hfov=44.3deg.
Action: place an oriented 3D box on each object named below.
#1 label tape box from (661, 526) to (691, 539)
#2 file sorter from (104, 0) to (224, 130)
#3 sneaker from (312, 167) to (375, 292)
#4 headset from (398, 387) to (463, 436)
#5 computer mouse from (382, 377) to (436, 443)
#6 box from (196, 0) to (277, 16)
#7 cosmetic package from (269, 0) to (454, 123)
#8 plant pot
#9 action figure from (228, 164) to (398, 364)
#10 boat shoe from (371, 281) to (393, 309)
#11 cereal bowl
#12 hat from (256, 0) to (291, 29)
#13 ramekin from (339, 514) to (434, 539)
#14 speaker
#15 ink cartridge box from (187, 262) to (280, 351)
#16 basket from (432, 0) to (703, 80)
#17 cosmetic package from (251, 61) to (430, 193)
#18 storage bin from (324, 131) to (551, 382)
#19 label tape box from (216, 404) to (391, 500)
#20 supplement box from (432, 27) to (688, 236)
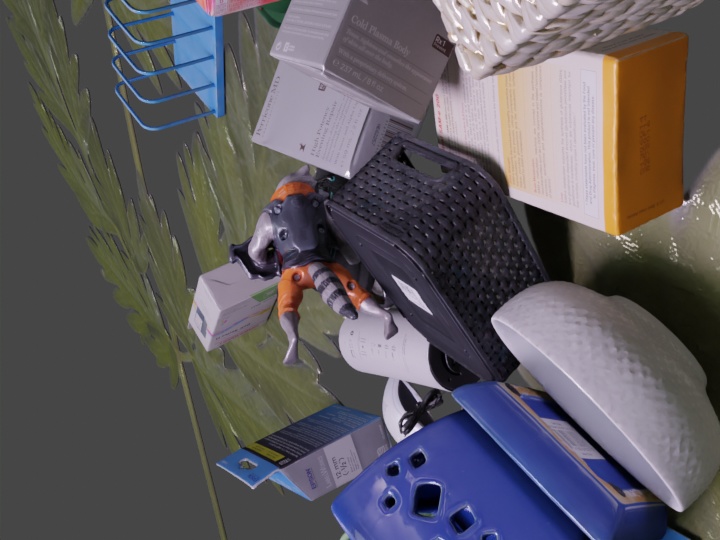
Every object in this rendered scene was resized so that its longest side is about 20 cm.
[{"bbox_3d":[0.248,0.318,0.822,0.143,0.066,0.201,18,128,57],"label":"label tape box"},{"bbox_3d":[-0.275,-0.317,1.230,0.139,0.122,0.200,48,148,32],"label":"file sorter"},{"bbox_3d":[-0.032,-0.064,0.971,0.075,0.079,0.201,-34,56,49],"label":"sneaker"},{"bbox_3d":[0.130,0.209,0.922,0.200,0.094,0.124,51,152,7],"label":"headset"},{"bbox_3d":[0.077,0.219,1.086,0.200,0.044,0.110,54,152,24],"label":"computer mouse"},{"bbox_3d":[-0.062,-0.302,0.753,0.103,0.200,0.095,53,151,27],"label":"box"},{"bbox_3d":[0.027,-0.224,0.653,0.090,0.107,0.200,33,101,50],"label":"cosmetic package"},{"bbox_3d":[0.131,0.209,0.752,0.180,0.200,0.200,-52,58,12],"label":"plant pot"},{"bbox_3d":[-0.024,-0.021,0.870,0.105,0.199,0.194,96,153,-63],"label":"action figure"},{"bbox_3d":[0.000,0.000,1.036,0.200,0.060,0.074,26,134,53],"label":"boat shoe"},{"bbox_3d":[0.196,0.080,0.670,0.200,0.083,0.200,47,177,3],"label":"cereal bowl"},{"bbox_3d":[-0.166,-0.332,0.948,0.166,0.176,0.200,62,153,10],"label":"hat"},{"bbox_3d":[0.082,0.337,1.042,0.200,0.098,0.200,21,137,22],"label":"ramekin"},{"bbox_3d":[0.054,0.083,0.978,0.200,0.081,0.081,0,111,62],"label":"speaker"},{"bbox_3d":[-0.200,0.056,1.391,0.067,0.117,0.200,56,152,15],"label":"ink cartridge box"},{"bbox_3d":[0.128,-0.235,0.465,0.199,0.200,0.161,66,159,2],"label":"basket"},{"bbox_3d":[-0.026,-0.152,0.909,0.200,0.074,0.102,25,97,51],"label":"cosmetic package"},{"bbox_3d":[0.075,-0.007,0.765,0.135,0.094,0.200,34,166,48],"label":"storage bin"},{"bbox_3d":[-0.076,0.258,1.210,0.143,0.200,0.066,0,111,62],"label":"label tape box"},{"bbox_3d":[0.141,-0.119,0.662,0.200,0.073,0.126,31,137,50],"label":"supplement box"}]
